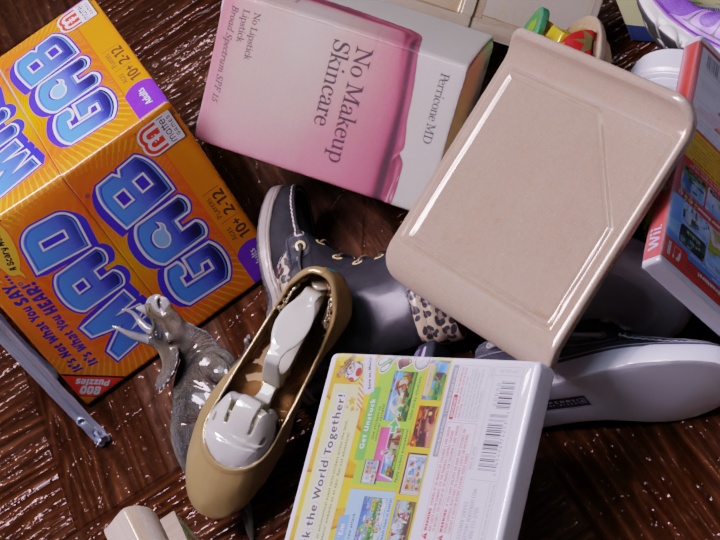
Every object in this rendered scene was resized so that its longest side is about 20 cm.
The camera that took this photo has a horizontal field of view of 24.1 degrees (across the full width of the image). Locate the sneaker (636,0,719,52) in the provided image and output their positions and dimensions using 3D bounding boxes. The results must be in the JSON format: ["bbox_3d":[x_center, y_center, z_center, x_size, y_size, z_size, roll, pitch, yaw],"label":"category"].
[{"bbox_3d":[0.296,-0.168,1.271,0.200,0.081,0.084,36,84,33],"label":"sneaker"}]

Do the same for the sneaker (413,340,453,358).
[{"bbox_3d":[0.026,0.138,1.163,0.087,0.074,0.201,-17,46,23],"label":"sneaker"}]

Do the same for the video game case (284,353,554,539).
[{"bbox_3d":[0.029,0.153,1.097,0.181,0.023,0.201,0,69,42],"label":"video game case"}]

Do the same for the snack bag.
[{"bbox_3d":[-0.292,0.041,1.350,0.021,0.189,0.200,-43,44,-11],"label":"snack bag"}]

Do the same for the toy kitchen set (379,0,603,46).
[{"bbox_3d":[0.088,-0.206,1.453,0.200,0.179,0.164,-104,31,-78],"label":"toy kitchen set"}]

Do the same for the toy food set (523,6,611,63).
[{"bbox_3d":[0.124,-0.105,1.273,0.201,0.048,0.198,-63,11,11],"label":"toy food set"}]

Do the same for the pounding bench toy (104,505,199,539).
[{"bbox_3d":[-0.153,0.249,1.072,0.155,0.200,0.124,-33,43,-2],"label":"pounding bench toy"}]

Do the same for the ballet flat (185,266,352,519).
[{"bbox_3d":[-0.071,0.082,1.205,0.068,0.063,0.201,25,79,9],"label":"ballet flat"}]

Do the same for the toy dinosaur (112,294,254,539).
[{"bbox_3d":[-0.108,0.111,1.275,0.102,0.077,0.201,-19,76,18],"label":"toy dinosaur"}]

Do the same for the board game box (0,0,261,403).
[{"bbox_3d":[-0.225,-0.060,1.393,0.199,0.200,0.200,-35,42,-3],"label":"board game box"}]

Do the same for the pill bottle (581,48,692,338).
[{"bbox_3d":[0.206,-0.057,1.201,0.112,0.113,0.201,2,53,32],"label":"pill bottle"}]

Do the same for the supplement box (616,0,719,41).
[{"bbox_3d":[0.291,-0.287,1.296,0.199,0.200,0.135,11,58,37],"label":"supplement box"}]

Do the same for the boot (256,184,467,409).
[{"bbox_3d":[0.000,0.000,1.300,0.150,0.073,0.201,-19,48,16],"label":"boot"}]

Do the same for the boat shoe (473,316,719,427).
[{"bbox_3d":[0.165,0.064,1.154,0.199,0.072,0.068,-12,48,31],"label":"boat shoe"}]

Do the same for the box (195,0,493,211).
[{"bbox_3d":[-0.012,-0.143,1.321,0.199,0.129,0.109,19,23,9],"label":"box"}]

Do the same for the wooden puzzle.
[{"bbox_3d":[0.121,-0.049,1.141,0.185,0.037,0.201,33,96,48],"label":"wooden puzzle"}]

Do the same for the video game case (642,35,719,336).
[{"bbox_3d":[0.255,-0.044,1.143,0.017,0.143,0.201,-24,38,43],"label":"video game case"}]
